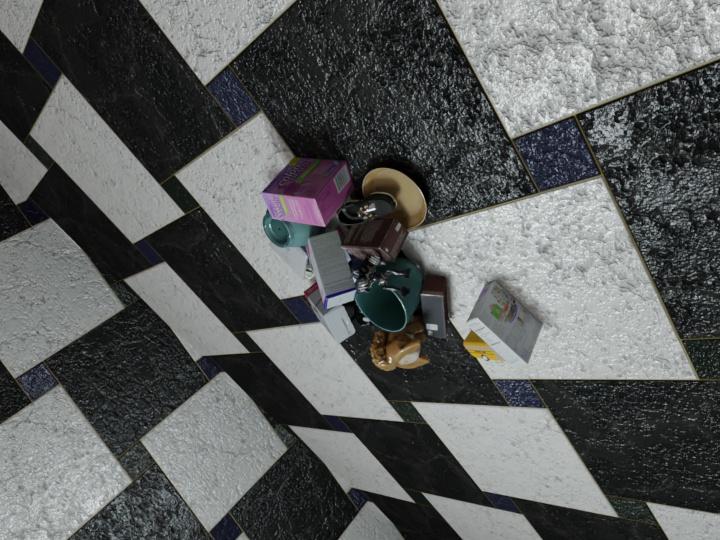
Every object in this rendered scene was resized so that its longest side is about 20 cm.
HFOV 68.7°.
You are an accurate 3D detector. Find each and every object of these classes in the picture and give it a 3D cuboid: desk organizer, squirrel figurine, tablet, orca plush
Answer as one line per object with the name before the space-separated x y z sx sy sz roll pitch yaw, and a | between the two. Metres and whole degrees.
desk organizer | 0.234 0.116 1.642 0.070 0.078 0.203 4 136 16
squirrel figurine | 0.109 0.213 1.680 0.197 0.190 0.142 -25 141 14
tablet | -0.255 -0.070 1.857 0.200 0.014 0.132 43 142 24
orca plush | -0.001 0.166 1.874 0.106 0.070 0.200 56 169 2

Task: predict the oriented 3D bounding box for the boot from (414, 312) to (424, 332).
boot | 0.133 0.147 1.792 0.198 0.066 0.176 34 144 7

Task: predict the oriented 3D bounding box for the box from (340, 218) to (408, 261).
box | 0.038 -0.090 1.525 0.075 0.102 0.198 38 163 -30

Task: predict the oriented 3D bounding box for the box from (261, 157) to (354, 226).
box | -0.148 -0.229 1.501 0.196 0.177 0.098 10 139 33

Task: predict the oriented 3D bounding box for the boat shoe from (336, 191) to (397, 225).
boat shoe | 0.017 -0.167 1.470 0.198 0.063 0.074 -5 126 43

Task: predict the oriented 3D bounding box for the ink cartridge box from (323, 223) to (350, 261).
ink cartridge box | -0.074 -0.062 1.753 0.118 0.042 0.202 -3 131 43

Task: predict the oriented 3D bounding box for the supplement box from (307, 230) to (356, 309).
supplement box | -0.090 -0.003 1.611 0.102 0.101 0.204 107 145 -69

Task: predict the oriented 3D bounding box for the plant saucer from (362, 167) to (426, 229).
plant saucer | 0.098 -0.203 1.440 0.197 0.036 0.203 24 143 19

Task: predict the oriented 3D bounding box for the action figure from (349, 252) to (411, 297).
action figure | 0.040 0.013 1.452 0.196 0.122 0.102 8 166 30

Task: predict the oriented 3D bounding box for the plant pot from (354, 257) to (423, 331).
plant pot | 0.102 0.056 1.615 0.198 0.161 0.203 28 142 25

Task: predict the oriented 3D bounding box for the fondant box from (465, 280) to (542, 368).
fondant box | 0.408 0.152 1.487 0.199 0.145 0.058 42 147 -9

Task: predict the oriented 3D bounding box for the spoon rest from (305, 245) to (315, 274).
spoon rest | -0.147 -0.031 1.765 0.100 0.060 0.200 60 175 -38

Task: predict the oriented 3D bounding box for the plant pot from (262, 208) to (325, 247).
plant pot | -0.223 -0.155 1.658 0.197 0.134 0.204 24 135 26

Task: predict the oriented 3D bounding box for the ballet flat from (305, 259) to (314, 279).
ballet flat | -0.152 0.008 1.874 0.197 0.073 0.073 24 144 17

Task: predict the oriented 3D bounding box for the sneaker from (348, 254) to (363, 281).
sneaker | 0.000 0.000 1.703 0.087 0.079 0.203 14 140 17

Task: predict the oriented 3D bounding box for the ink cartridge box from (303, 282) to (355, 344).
ink cartridge box | -0.114 0.149 1.917 0.200 0.082 0.147 43 162 54

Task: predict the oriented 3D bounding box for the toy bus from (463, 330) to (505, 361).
toy bus | 0.407 0.229 1.610 0.078 0.065 0.199 47 158 -14
